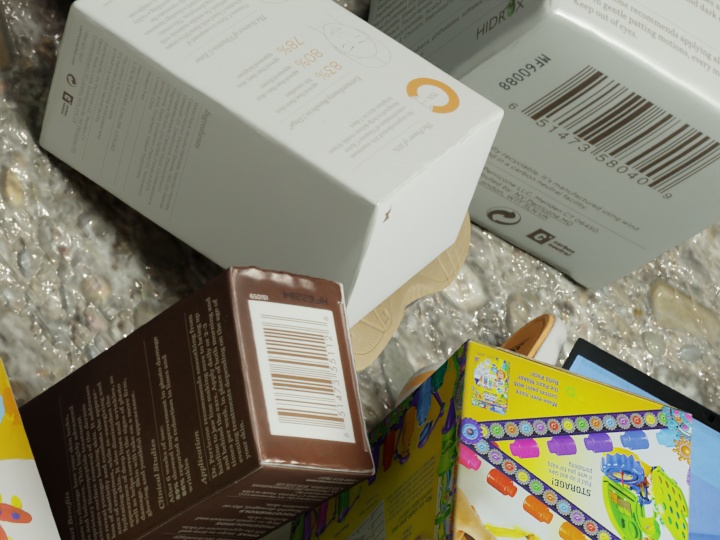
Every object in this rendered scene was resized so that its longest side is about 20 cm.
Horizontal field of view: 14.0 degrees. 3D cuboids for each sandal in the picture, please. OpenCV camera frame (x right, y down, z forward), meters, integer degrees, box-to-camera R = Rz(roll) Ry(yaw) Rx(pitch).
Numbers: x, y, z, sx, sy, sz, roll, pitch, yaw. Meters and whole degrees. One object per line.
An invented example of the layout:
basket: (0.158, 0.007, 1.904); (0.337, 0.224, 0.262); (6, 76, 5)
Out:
sandal: (0.050, 0.074, 1.612); (0.059, 0.079, 0.207); (46, 37, -9)

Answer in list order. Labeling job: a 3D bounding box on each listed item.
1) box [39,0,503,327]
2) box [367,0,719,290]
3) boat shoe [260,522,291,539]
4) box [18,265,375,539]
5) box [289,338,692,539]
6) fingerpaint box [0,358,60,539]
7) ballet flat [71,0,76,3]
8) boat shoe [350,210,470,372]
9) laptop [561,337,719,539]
box: (-0.048, -0.076, 1.531); (0.200, 0.098, 0.124); (34, 41, 17)
box: (0.131, -0.130, 1.702); (0.199, 0.200, 0.172); (28, 53, -26)
boat shoe: (-0.014, 0.215, 1.480); (0.062, 0.071, 0.201); (16, 53, -37)
box: (-0.085, 0.084, 1.393); (0.075, 0.200, 0.101); (9, 62, -40)
box: (0.050, 0.172, 1.358); (0.122, 0.200, 0.193); (19, 56, -18)
fingerpaint box: (-0.235, 0.138, 1.324); (0.200, 0.073, 0.167); (-9, 74, -44)
ballet flat: (-0.111, -0.212, 1.632); (0.200, 0.073, 0.073); (-35, 91, -44)
boat shoe: (0.000, 0.000, 1.610); (0.072, 0.065, 0.200); (63, 34, -18)
laptop: (0.138, 0.159, 1.566); (0.177, 0.104, 0.200); (29, 36, 14)
